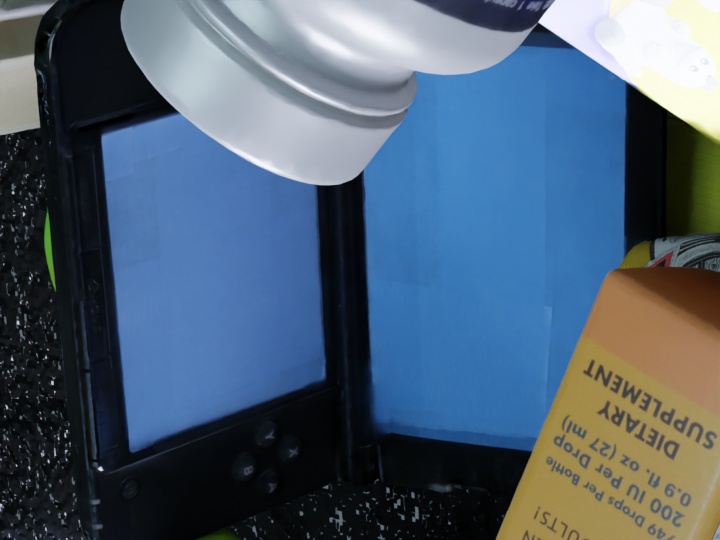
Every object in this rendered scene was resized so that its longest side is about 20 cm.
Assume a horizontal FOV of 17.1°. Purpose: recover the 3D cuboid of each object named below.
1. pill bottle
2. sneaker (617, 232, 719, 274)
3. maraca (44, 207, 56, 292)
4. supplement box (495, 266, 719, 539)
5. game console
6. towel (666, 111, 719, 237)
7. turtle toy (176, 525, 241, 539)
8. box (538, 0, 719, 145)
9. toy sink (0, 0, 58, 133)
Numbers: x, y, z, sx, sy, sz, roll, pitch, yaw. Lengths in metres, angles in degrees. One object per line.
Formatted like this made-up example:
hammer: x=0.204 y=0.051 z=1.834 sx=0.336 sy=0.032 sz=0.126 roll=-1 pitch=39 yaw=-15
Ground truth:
pill bottle: x=0.022 y=-0.123 z=0.621 sx=0.111 sy=0.111 sz=0.200 roll=50 pitch=118 yaw=26
sneaker: x=0.104 y=0.083 z=0.792 sx=0.082 sy=0.078 sz=0.202 roll=14 pitch=100 yaw=19
maraca: x=-0.032 y=-0.010 z=0.901 sx=0.199 sy=0.107 sz=0.138 roll=-17 pitch=111 yaw=28
supplement box: x=0.078 y=0.102 z=0.723 sx=0.066 sy=0.069 sz=0.201 roll=30 pitch=110 yaw=34
game console: x=0.000 y=0.000 z=0.788 sx=0.116 sy=0.175 sz=0.202 roll=23 pitch=123 yaw=47
towel: x=0.101 y=0.043 z=0.841 sx=0.086 sy=0.018 sz=0.202 roll=20 pitch=111 yaw=37
turtle toy: x=-0.005 y=0.151 z=0.856 sx=0.146 sy=0.198 sz=0.102 roll=154 pitch=128 yaw=-75
box: x=0.159 y=-0.061 z=0.659 sx=0.199 sy=0.049 sz=0.117 roll=30 pitch=138 yaw=-14
toy sink: x=-0.130 y=-0.129 z=0.844 sx=0.200 sy=0.111 sz=0.131 roll=-26 pitch=78 yaw=67
